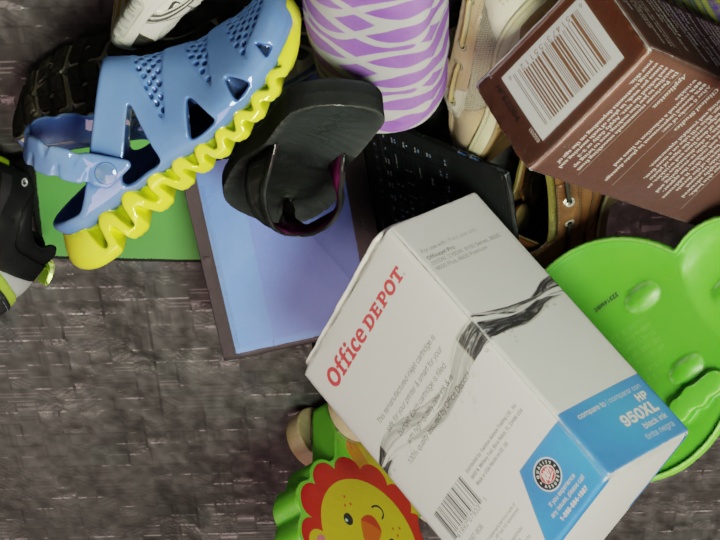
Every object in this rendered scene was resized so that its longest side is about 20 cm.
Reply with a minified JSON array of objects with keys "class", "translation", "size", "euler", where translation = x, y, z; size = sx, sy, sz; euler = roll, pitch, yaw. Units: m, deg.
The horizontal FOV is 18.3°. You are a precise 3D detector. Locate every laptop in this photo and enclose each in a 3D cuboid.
[{"class":"laptop","translation":[0.000,0.000,1.422],"size":[0.200,0.103,0.177],"euler":[26,140,38]}]

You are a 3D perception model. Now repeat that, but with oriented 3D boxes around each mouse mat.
[{"class":"mouse mat","translation":[-0.117,-0.055,1.469],"size":[0.200,0.008,0.161],"euler":[0,143,-4]}]

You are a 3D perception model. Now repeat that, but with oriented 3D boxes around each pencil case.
[{"class":"pencil case","translation":[0.010,-0.155,1.234],"size":[0.084,0.086,0.200],"euler":[3,154,2]}]

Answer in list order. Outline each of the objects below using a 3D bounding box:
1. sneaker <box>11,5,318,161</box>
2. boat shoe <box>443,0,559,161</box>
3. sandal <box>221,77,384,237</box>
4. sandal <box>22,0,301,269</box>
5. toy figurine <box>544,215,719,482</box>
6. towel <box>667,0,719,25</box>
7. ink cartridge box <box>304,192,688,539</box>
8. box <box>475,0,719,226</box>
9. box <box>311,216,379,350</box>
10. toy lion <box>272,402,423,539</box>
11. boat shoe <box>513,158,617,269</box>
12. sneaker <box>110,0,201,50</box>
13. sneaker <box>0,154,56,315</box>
[{"class":"sneaker","translation":[-0.114,-0.096,1.357],"size":[0.200,0.079,0.089],"euler":[-9,140,10]},{"class":"boat shoe","translation":[0.080,-0.125,1.341],"size":[0.072,0.065,0.200],"euler":[-41,167,-20]},{"class":"sandal","translation":[-0.037,-0.054,1.300],"size":[0.075,0.048,0.200],"euler":[1,162,-12]},{"class":"sandal","translation":[-0.116,-0.090,1.264],"size":[0.200,0.080,0.087],"euler":[-43,107,12]},{"class":"toy figurine","translation":[0.219,0.038,1.416],"size":[0.200,0.150,0.184],"euler":[-39,163,25]},{"class":"towel","translation":[0.205,-0.175,1.309],"size":[0.200,0.023,0.144],"euler":[-17,140,20]},{"class":"ink cartridge box","translation":[0.076,0.077,1.334],"size":[0.084,0.200,0.145],"euler":[-23,154,-41]},{"class":"box","translation":[0.171,-0.095,1.286],"size":[0.100,0.075,0.200],"euler":[-45,144,23]},{"class":"box","translation":[0.082,0.025,1.561],"size":[0.200,0.036,0.143],"euler":[12,139,-19]},{"class":"toy lion","translation":[0.018,0.192,1.650],"size":[0.200,0.192,0.069],"euler":[28,134,-34]},{"class":"boat shoe","translation":[0.118,-0.028,1.433],"size":[0.068,0.072,0.200],"euler":[-14,132,-26]},{"class":"sneaker","translation":[-0.073,-0.182,1.244],"size":[0.088,0.076,0.200],"euler":[17,140,-23]},{"class":"sneaker","translation":[-0.254,-0.060,1.425],"size":[0.083,0.072,0.200],"euler":[-39,133,-20]}]
